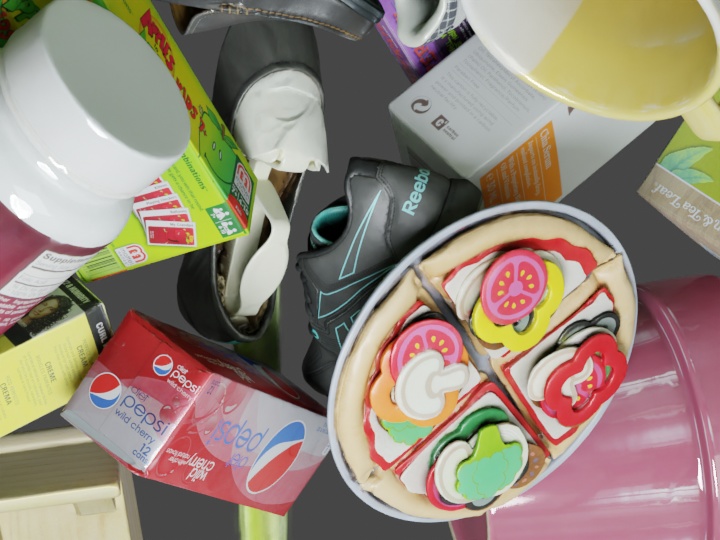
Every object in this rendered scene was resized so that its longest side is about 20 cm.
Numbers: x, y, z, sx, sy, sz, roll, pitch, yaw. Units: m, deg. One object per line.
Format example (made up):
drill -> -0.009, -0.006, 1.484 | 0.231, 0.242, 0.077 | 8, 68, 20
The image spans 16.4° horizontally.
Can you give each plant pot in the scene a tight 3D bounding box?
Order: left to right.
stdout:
plant pot -> 0.145, 0.113, 1.514 | 0.178, 0.200, 0.201 | -10, 118, -11

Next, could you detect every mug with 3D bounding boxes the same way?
mug -> 0.148, -0.174, 1.327 | 0.187, 0.149, 0.154 | 80, 31, -54

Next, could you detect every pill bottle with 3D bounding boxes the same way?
pill bottle -> -0.183, -0.036, 1.220 | 0.200, 0.115, 0.114 | -39, 134, 26

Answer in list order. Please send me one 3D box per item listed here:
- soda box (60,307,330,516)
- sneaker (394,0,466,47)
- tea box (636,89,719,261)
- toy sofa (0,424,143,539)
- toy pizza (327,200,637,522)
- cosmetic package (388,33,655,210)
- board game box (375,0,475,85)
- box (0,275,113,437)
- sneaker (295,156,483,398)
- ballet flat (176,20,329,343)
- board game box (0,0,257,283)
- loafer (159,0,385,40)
soda box -> -0.081, 0.081, 1.370 | 0.070, 0.063, 0.200 | -55, 157, 3
sneaker -> 0.020, -0.211, 1.299 | 0.081, 0.076, 0.201 | -46, 128, -24
tea box -> 0.301, -0.068, 1.519 | 0.197, 0.133, 0.200 | -56, 149, 4
toy sofa -> -0.163, 0.180, 1.417 | 0.082, 0.098, 0.201 | -8, 119, -2
toy pizza -> 0.073, 0.056, 1.358 | 0.199, 0.032, 0.201 | -17, 126, -25
cosmetic package -> 0.117, -0.108, 1.434 | 0.200, 0.071, 0.102 | -40, 153, -12
board game box -> 0.036, -0.203, 1.387 | 0.120, 0.032, 0.200 | -43, 128, -12
box -> -0.229, 0.066, 1.316 | 0.199, 0.075, 0.050 | -27, 122, -18
sneaker -> 0.000, 0.000, 1.405 | 0.079, 0.076, 0.200 | 23, 139, -8
ballet flat -> -0.051, -0.051, 1.377 | 0.068, 0.068, 0.201 | -1, 112, -32
board game box -> -0.142, -0.090, 1.281 | 0.101, 0.048, 0.200 | -16, 129, 18
loafer -> -0.079, -0.158, 1.313 | 0.199, 0.073, 0.073 | 21, 109, -28
